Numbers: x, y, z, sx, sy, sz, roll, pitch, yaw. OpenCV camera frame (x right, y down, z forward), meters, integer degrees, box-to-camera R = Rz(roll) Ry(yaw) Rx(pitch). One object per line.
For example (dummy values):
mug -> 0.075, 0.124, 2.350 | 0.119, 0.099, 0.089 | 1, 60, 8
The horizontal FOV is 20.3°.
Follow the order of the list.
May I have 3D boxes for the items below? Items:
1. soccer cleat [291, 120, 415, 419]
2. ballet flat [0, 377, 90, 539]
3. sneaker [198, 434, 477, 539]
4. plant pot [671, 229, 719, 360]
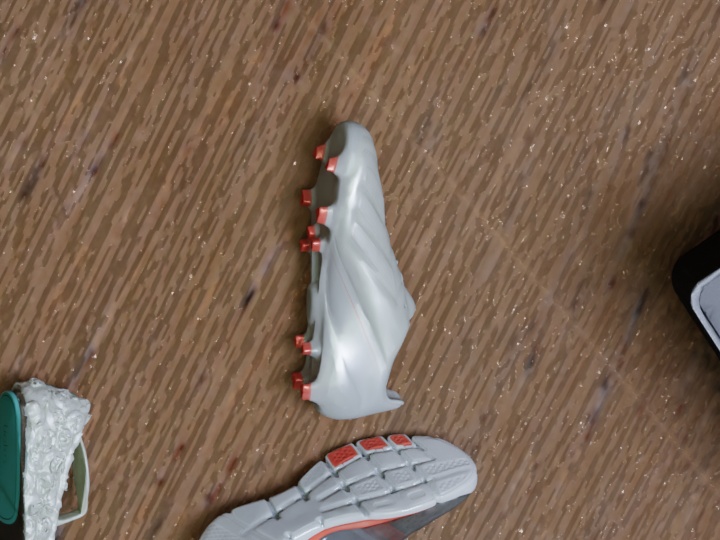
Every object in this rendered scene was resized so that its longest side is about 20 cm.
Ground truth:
soccer cleat -> 0.000, 0.000, 1.327 | 0.077, 0.069, 0.201 | 1, 105, -14
ballet flat -> -0.210, 0.171, 1.318 | 0.071, 0.072, 0.201 | 8, 97, -10
sneaker -> -0.013, 0.178, 1.359 | 0.199, 0.077, 0.082 | -20, 128, -5
plant pot -> 0.315, 0.025, 1.322 | 0.199, 0.177, 0.200 | -35, 103, -3
